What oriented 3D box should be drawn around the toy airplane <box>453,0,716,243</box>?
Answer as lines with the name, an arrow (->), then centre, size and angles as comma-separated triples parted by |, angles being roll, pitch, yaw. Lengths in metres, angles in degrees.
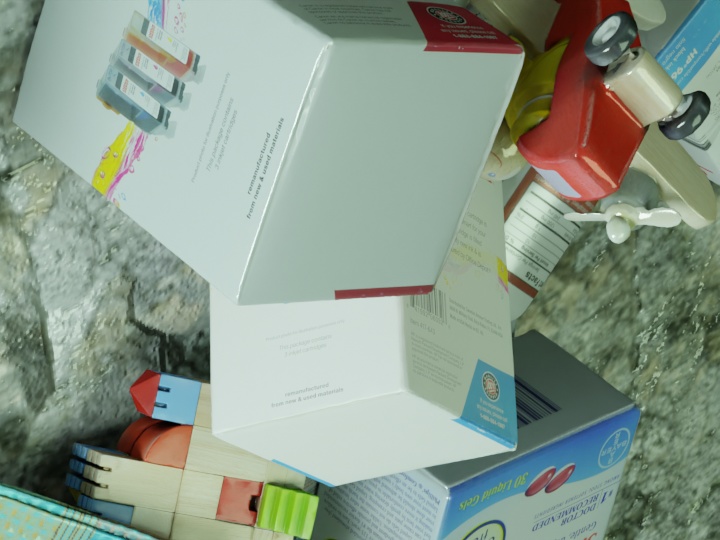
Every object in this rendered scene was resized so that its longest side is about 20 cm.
toy airplane -> 0.107, -0.109, 1.444 | 0.141, 0.201, 0.199 | -39, 161, 20

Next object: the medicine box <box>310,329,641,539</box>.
medicine box -> 0.063, 0.164, 1.668 | 0.182, 0.103, 0.201 | -20, 133, -41

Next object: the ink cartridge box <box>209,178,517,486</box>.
ink cartridge box -> 0.000, 0.000, 1.464 | 0.128, 0.125, 0.201 | 29, 53, -53

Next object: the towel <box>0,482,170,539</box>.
towel -> -0.198, 0.190, 1.436 | 0.199, 0.022, 0.147 | 22, 93, -20

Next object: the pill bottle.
pill bottle -> 0.076, -0.043, 1.578 | 0.201, 0.112, 0.112 | -56, 143, 2

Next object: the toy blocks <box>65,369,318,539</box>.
toy blocks -> -0.108, 0.136, 1.512 | 0.136, 0.100, 0.201 | 13, 89, -24

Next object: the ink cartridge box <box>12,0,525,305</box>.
ink cartridge box -> -0.051, -0.095, 1.331 | 0.145, 0.200, 0.145 | -3, 122, -45

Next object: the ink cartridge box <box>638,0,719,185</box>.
ink cartridge box -> 0.194, -0.122, 1.640 | 0.068, 0.116, 0.200 | -51, 142, -4

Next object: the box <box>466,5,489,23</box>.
box -> 0.100, -0.196, 1.548 | 0.200, 0.039, 0.041 | -48, 141, -10

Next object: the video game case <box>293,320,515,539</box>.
video game case -> 0.020, 0.116, 1.684 | 0.199, 0.022, 0.183 | -31, 141, -31
